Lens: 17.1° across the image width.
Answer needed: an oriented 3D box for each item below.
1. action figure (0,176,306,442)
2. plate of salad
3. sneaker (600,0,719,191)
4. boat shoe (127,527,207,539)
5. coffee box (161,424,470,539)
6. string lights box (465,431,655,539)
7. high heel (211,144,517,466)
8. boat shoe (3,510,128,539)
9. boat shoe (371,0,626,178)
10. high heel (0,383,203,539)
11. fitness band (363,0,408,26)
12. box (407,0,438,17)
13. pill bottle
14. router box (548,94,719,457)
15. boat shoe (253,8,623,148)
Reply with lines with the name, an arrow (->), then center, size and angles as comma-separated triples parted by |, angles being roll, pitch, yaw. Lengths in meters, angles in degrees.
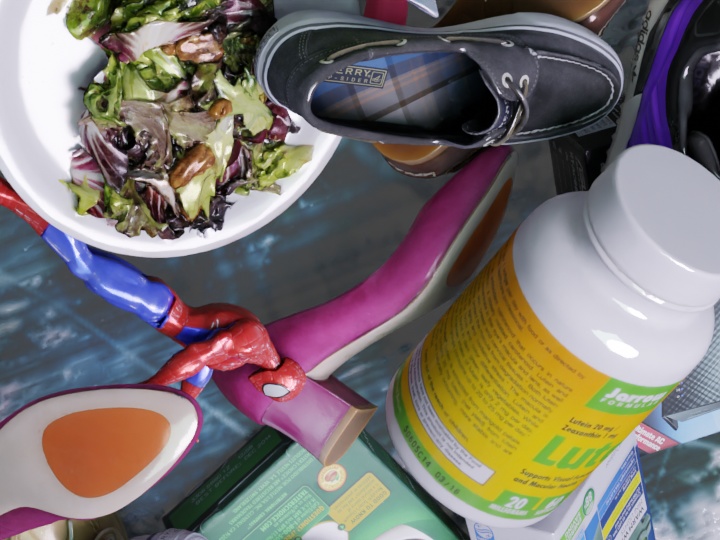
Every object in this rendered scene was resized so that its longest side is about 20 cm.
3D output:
action figure -> -0.126, 0.034, 1.227 | 0.200, 0.065, 0.099 | 27, 93, -12
plate of salad -> -0.088, -0.100, 1.167 | 0.199, 0.048, 0.201 | -7, 110, -21
sneaker -> 0.170, -0.048, 1.221 | 0.069, 0.100, 0.201 | 0, 112, -14
boat shoe -> -0.085, 0.209, 1.308 | 0.067, 0.074, 0.200 | -1, 131, 28
coffee box -> -0.005, 0.171, 1.364 | 0.123, 0.044, 0.200 | -43, 118, 4
string lights box -> 0.121, 0.178, 1.353 | 0.103, 0.059, 0.200 | -52, 140, -38
high heel -> 0.000, 0.000, 1.276 | 0.096, 0.067, 0.200 | 37, 103, 18
boat shoe -> -0.150, 0.189, 1.313 | 0.073, 0.063, 0.200 | -21, 117, -7
boat shoe -> 0.084, -0.128, 1.255 | 0.200, 0.070, 0.070 | -43, 158, 7
high heel -> -0.161, 0.098, 1.227 | 0.199, 0.096, 0.068 | -19, 92, 16
fitness band -> -0.074, -0.138, 1.213 | 0.199, 0.037, 0.144 | 3, 114, -18
box -> -0.038, -0.210, 1.139 | 0.200, 0.122, 0.048 | 25, 125, -25
pill bottle -> 0.106, 0.031, 1.200 | 0.111, 0.111, 0.200 | 18, 133, -24
router box -> 0.195, -0.009, 1.339 | 0.149, 0.062, 0.201 | -17, 116, -11
boat shoe -> 0.049, -0.088, 1.167 | 0.199, 0.066, 0.070 | 6, 117, -27
